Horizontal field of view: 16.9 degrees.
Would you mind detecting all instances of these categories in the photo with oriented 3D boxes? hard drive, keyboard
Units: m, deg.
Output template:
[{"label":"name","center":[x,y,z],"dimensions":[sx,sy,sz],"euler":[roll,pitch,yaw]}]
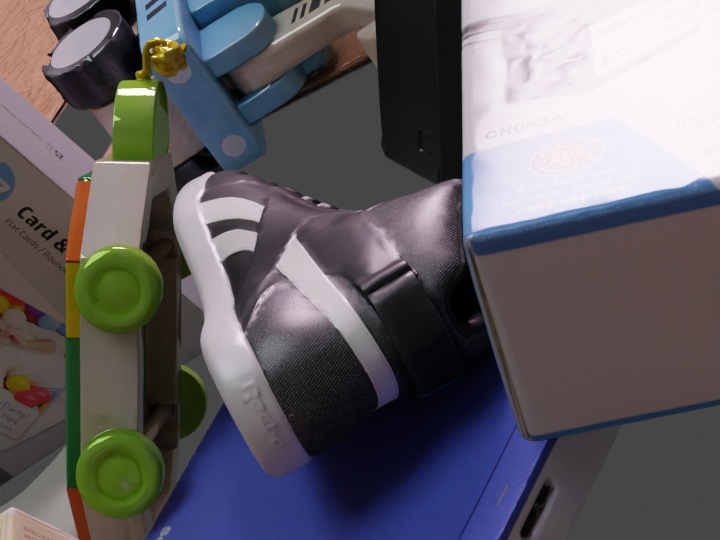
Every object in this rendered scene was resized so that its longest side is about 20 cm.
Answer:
[{"label":"hard drive","center":[-0.005,0.086,0.827],"dimensions":[0.200,0.025,0.132],"euler":[-10,44,51]},{"label":"keyboard","center":[0.032,-0.131,0.987],"dimensions":[0.021,0.200,0.127],"euler":[-9,17,-18]}]

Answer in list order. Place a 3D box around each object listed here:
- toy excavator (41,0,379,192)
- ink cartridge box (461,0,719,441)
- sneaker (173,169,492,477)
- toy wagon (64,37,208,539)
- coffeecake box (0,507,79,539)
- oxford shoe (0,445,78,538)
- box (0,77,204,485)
[{"label":"toy excavator","center":[-0.044,-0.113,1.165],"dimensions":[0.200,0.100,0.194],"euler":[-32,29,10]},{"label":"ink cartridge box","center":[0.110,-0.050,0.781],"dimensions":[0.145,0.084,0.200],"euler":[-13,34,11]},{"label":"sneaker","center":[0.000,0.000,0.861],"dimensions":[0.112,0.073,0.200],"euler":[-26,24,2]},{"label":"toy wagon","center":[-0.088,0.009,0.952],"dimensions":[0.040,0.200,0.155],"euler":[0,7,3]},{"label":"coffeecake box","center":[-0.142,0.205,0.805],"dimensions":[0.153,0.073,0.200],"euler":[-34,41,33]},{"label":"oxford shoe","center":[-0.171,0.142,1.017],"dimensions":[0.200,0.058,0.075],"euler":[-49,23,-10]},{"label":"box","center":[-0.181,0.021,1.092],"dimensions":[0.200,0.156,0.041],"euler":[-33,31,24]}]
